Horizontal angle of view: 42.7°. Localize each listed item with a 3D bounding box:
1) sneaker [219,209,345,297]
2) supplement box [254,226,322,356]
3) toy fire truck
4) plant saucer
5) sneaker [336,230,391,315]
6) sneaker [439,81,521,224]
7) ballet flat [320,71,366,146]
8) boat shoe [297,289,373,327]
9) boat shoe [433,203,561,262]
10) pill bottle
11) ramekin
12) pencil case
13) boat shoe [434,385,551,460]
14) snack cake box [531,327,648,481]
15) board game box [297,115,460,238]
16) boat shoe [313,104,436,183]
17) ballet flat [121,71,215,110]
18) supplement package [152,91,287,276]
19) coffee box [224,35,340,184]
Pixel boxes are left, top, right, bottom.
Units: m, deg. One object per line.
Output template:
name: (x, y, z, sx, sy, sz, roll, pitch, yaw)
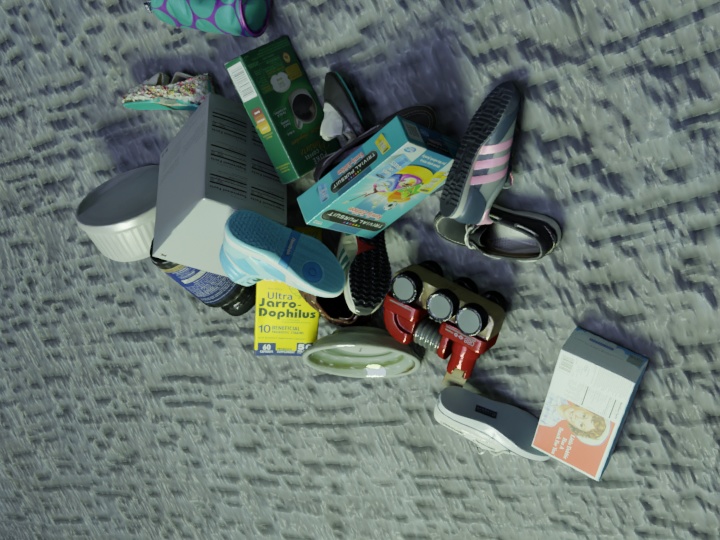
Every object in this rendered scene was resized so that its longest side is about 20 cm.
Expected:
sneaker: (-0.124, -0.006, 1.392, 0.199, 0.080, 0.131, 32, 147, -5)
supplement box: (-0.123, 0.036, 1.553, 0.108, 0.110, 0.201, 2, 124, -6)
toy fire truck: (0.123, 0.105, 1.437, 0.175, 0.128, 0.202, 26, 115, 23)
plant saucer: (0.003, 0.132, 1.533, 0.199, 0.199, 0.051, -17, 61, 42)
sneaker: (0.000, 0.000, 1.435, 0.070, 0.201, 0.094, 9, 141, -15)
sneaker: (0.182, -0.156, 1.262, 0.201, 0.081, 0.070, -65, 27, 17)
ballet flat: (-0.014, -0.199, 1.378, 0.201, 0.068, 0.068, 58, 167, -4)
boat shoe: (-0.035, 0.056, 1.483, 0.071, 0.200, 0.070, -50, 51, 6)
boat shoe: (0.186, -0.053, 1.326, 0.199, 0.060, 0.074, 14, 124, 31)
pill bottle: (-0.265, -0.005, 1.618, 0.111, 0.113, 0.200, -2, 147, 38)
ramekin: (-0.404, -0.100, 1.666, 0.201, 0.203, 0.095, 8, 132, 34)
pencil case: (-0.233, -0.414, 1.416, 0.199, 0.085, 0.093, 16, 154, 28)
boat shoe: (0.208, 0.261, 1.475, 0.200, 0.075, 0.086, 22, 140, 3)
snack cake box: (0.335, 0.198, 1.357, 0.114, 0.067, 0.201, 25, 128, 22)
board game box: (0.032, -0.125, 1.307, 0.200, 0.150, 0.047, -37, 62, 30)
boat shoe: (0.022, -0.170, 1.324, 0.199, 0.057, 0.067, -28, 107, 11)
ballet flat: (-0.324, -0.306, 1.574, 0.198, 0.075, 0.065, 7, 89, 30)
supplement package: (-0.223, -0.131, 1.470, 0.191, 0.146, 0.202, -37, 46, 45)
coffee box: (-0.116, -0.244, 1.402, 0.044, 0.123, 0.201, -16, 106, 40)
